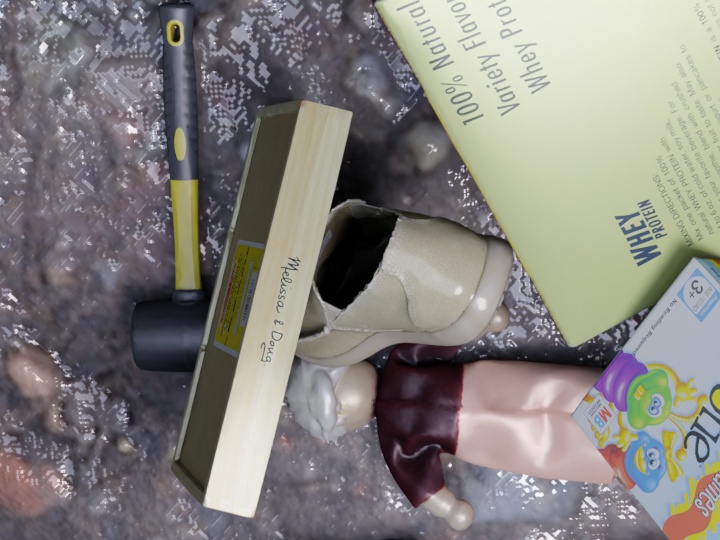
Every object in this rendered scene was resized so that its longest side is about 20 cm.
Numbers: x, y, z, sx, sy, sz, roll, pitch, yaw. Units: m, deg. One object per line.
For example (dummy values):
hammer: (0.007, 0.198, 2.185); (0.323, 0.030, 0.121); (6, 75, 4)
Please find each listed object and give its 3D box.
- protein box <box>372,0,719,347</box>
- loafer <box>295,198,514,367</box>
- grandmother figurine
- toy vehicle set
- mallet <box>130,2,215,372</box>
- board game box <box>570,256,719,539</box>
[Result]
protein box: (0.131, -0.113, 0.933); (0.199, 0.135, 0.199); (-29, 113, 7)
loafer: (0.000, 0.000, 0.994); (0.068, 0.199, 0.076); (33, 67, -24)
grandmother figurine: (0.054, 0.078, 1.068); (0.198, 0.061, 0.122); (9, 78, 8)
toy vehicle set: (-0.053, 0.016, 0.997); (0.026, 0.124, 0.202); (14, 90, -13)
mallet: (-0.085, -0.041, 1.066); (0.065, 0.041, 0.202); (6, 101, 5)
board game box: (0.215, 0.071, 0.951); (0.105, 0.199, 0.103); (-55, 54, 24)
